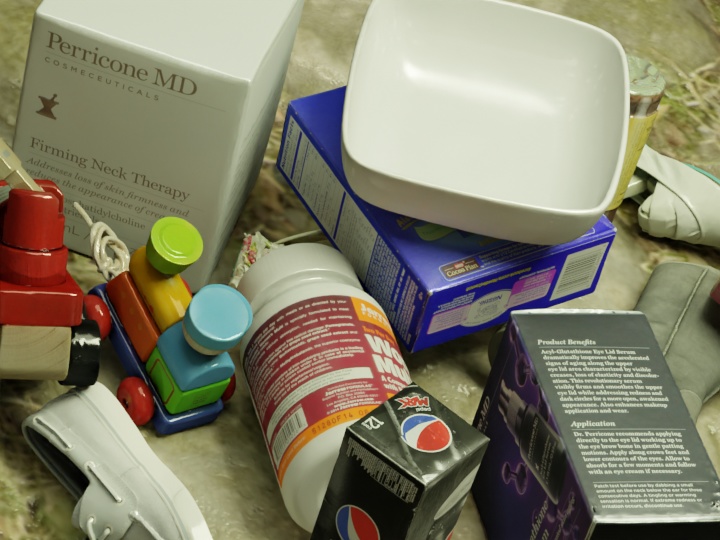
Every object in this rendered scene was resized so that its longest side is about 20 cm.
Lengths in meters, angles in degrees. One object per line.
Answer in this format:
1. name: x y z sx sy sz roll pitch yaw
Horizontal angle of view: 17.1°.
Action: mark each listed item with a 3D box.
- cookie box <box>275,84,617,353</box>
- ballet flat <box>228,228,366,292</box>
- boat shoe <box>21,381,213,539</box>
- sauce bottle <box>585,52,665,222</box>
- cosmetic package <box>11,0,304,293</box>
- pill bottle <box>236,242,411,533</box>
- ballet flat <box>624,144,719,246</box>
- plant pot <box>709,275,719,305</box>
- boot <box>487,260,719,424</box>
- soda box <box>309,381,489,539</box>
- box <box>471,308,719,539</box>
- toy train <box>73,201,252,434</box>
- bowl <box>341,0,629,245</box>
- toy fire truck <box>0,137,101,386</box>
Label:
1. cookie box: 0.060 -0.054 1.752 0.171 0.075 0.200 -17 55 -29
2. ballet flat: 0.000 0.000 1.771 0.199 0.076 0.064 2 79 -19
3. boat shoe: -0.155 0.150 1.547 0.068 0.072 0.200 -25 56 -21
4. sauce bottle: 0.172 -0.071 1.823 0.064 0.200 0.065 13 35 -10
5. cosmetic package: -0.153 -0.127 1.773 0.167 0.200 0.167 18 38 3
6. pill bottle: -0.022 0.079 1.645 0.109 0.110 0.200 0 41 -20
7. ballet flat: 0.235 -0.066 1.962 0.069 0.070 0.200 -22 48 -39
8. plant pot: 0.369 0.012 1.781 0.179 0.200 0.200 34 40 7
9. boot: 0.204 0.049 1.796 0.182 0.073 0.200 34 46 -1
10. soda box: 0.011 0.168 1.475 0.063 0.200 0.071 37 43 21
11. box: 0.154 0.144 1.601 0.104 0.148 0.200 1 40 -18
12. toy train: -0.146 0.001 1.658 0.084 0.116 0.200 -14 63 -34
13. bowl: 0.086 -0.101 1.693 0.199 0.075 0.200 12 49 0
14. toy fire truck: -0.244 -0.037 1.602 0.128 0.201 0.176 3 13 -17
